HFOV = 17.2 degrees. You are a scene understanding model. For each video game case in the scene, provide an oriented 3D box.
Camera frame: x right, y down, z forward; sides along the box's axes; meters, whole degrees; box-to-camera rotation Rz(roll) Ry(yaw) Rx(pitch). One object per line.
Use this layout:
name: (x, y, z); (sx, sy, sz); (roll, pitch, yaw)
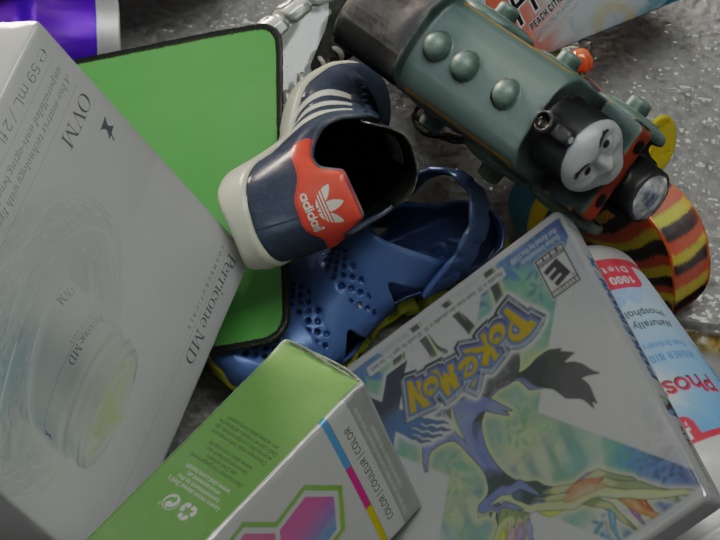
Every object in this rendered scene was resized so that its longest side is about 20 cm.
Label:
video game case: (0.062, 0.097, 1.201); (0.200, 0.022, 0.182); (-37, 55, 18)

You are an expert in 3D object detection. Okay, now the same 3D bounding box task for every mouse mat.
mouse mat: (-0.117, -0.039, 1.314); (0.161, 0.008, 0.200); (-9, 62, 14)

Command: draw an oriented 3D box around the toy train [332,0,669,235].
toy train: (0.074, -0.093, 1.261); (0.200, 0.114, 0.085); (40, 98, 35)

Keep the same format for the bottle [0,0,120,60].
bottle: (-0.241, -0.135, 1.395); (0.200, 0.065, 0.084); (-2, 46, -8)

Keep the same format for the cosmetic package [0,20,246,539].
cosmetic package: (-0.180, 0.019, 1.163); (0.123, 0.200, 0.200); (1, 57, 35)

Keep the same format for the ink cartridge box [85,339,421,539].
ink cartridge box: (-0.067, 0.141, 1.148); (0.059, 0.104, 0.200); (28, 64, 40)

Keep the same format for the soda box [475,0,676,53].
soda box: (0.110, -0.165, 1.424); (0.200, 0.068, 0.064); (-25, 101, -34)

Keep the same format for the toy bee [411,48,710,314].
toy bee: (0.119, -0.063, 1.348); (0.200, 0.109, 0.131); (25, 45, 6)

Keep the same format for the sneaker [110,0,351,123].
sneaker: (-0.043, -0.085, 1.383); (0.200, 0.075, 0.116); (-30, 65, -14)

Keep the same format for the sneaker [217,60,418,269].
sneaker: (-0.002, -0.063, 1.279); (0.084, 0.075, 0.200); (-16, 22, 25)

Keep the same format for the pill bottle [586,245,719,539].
pill bottle: (0.146, 0.092, 1.236); (0.109, 0.109, 0.200); (-20, 57, -21)

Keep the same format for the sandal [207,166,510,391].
sandal: (0.000, 0.000, 1.306); (0.200, 0.087, 0.080); (-31, 63, -24)
